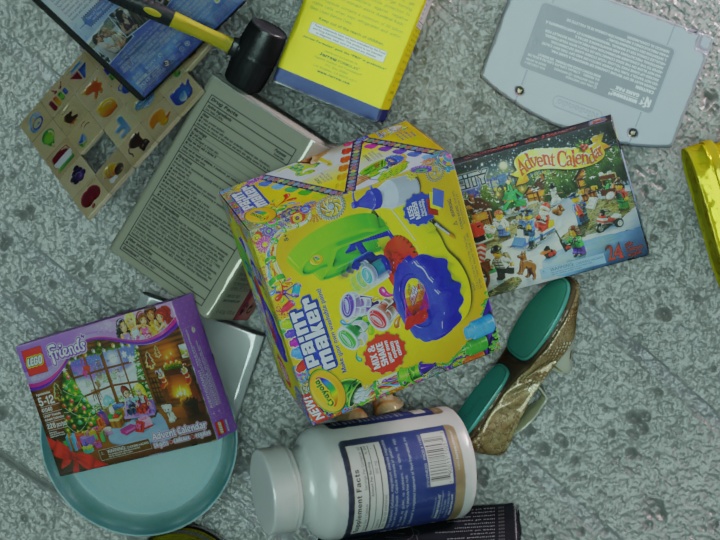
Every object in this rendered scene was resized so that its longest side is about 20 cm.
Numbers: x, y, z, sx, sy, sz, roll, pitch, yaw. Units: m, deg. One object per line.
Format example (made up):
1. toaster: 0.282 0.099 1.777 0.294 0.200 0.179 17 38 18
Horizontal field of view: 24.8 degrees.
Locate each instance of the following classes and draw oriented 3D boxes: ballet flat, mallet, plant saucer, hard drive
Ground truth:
1. ballet flat: 0.166 0.098 1.612 0.065 0.071 0.200 31 101 -26
2. mallet: -0.161 -0.236 1.499 0.200 0.041 0.066 29 109 -20
3. plant saucer: -0.219 0.165 1.634 0.200 0.027 0.200 0 95 5
4. hard drive: -0.189 0.137 1.656 0.132 0.027 0.200 19 97 3

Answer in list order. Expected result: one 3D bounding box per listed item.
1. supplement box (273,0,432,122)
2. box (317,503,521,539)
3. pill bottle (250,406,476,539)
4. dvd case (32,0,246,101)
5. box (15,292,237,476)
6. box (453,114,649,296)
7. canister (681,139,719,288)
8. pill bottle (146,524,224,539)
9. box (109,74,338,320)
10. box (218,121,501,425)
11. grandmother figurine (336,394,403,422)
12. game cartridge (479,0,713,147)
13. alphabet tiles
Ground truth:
1. supplement box: 0.007 -0.252 1.561 0.109 0.109 0.200 22 96 2
2. box: 0.057 0.309 1.566 0.200 0.197 0.124 -4 95 6
3. pill bottle: 0.001 0.198 1.569 0.200 0.111 0.111 -7 95 -19
4. dvd case: -0.225 -0.271 1.511 0.143 0.018 0.200 -42 110 13
5. box: -0.225 0.111 1.559 0.200 0.039 0.137 -16 94 31
6. box: 0.164 -0.057 1.584 0.200 0.038 0.137 -16 102 12
7. canister: 0.423 -0.074 1.556 0.200 0.087 0.149 -16 94 5
8. pill bottle: -0.185 0.321 1.585 0.112 0.200 0.112 0 95 5
9. box: -0.125 -0.067 1.577 0.128 0.109 0.200 34 97 17
10. box: 0.000 0.000 1.489 0.193 0.122 0.200 -22 115 -10
11. grandmother figurine: -0.024 0.050 1.622 0.121 0.061 0.200 -16 91 -21
12. game cartridge: 0.224 -0.198 1.586 0.200 0.040 0.133 21 93 3
13. alphabet tiles: -0.233 -0.169 1.589 0.200 0.008 0.167 -47 51 7
